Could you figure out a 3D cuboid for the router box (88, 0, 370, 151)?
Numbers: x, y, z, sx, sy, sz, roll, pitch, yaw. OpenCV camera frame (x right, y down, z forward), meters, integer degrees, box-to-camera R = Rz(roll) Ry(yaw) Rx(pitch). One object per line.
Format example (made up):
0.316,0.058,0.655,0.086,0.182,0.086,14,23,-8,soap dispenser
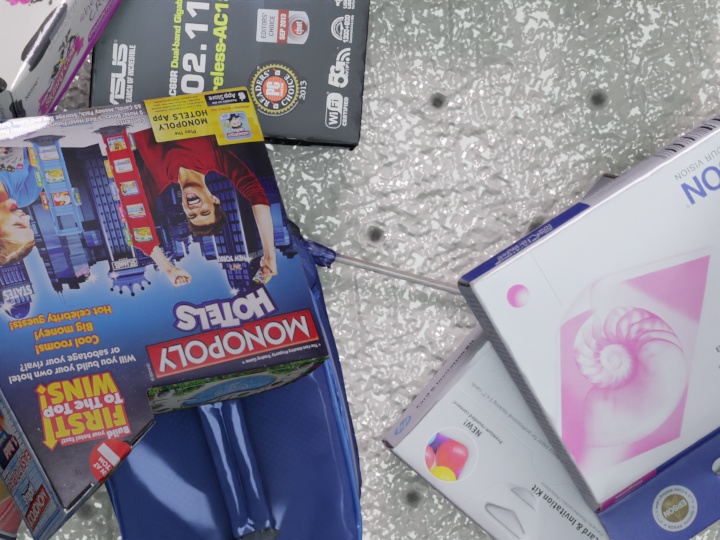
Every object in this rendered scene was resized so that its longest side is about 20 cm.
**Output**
-0.069,-0.171,1.404,0.149,0.062,0.201,4,92,-6,router box

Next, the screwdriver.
0.000,0.000,1.442,0.199,0.028,0.029,19,61,-10,screwdriver

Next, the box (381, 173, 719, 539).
0.135,0.071,1.452,0.156,0.041,0.200,40,87,-10,box

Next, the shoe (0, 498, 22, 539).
-0.268,0.083,1.392,0.199,0.071,0.091,23,85,-10,shoe

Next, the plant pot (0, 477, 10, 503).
-0.232,0.031,1.279,0.199,0.027,0.201,2,72,-6,plant pot

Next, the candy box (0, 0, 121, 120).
-0.231,-0.159,1.329,0.199,0.061,0.137,22,62,14,candy box

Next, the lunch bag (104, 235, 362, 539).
-0.073,0.086,1.368,0.135,0.132,0.201,-13,100,2,lunch bag

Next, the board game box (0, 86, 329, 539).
-0.127,0.023,1.251,0.199,0.062,0.201,-9,72,-23,board game box

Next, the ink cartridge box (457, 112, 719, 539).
0.186,0.038,1.417,0.196,0.043,0.200,-33,98,-6,ink cartridge box
